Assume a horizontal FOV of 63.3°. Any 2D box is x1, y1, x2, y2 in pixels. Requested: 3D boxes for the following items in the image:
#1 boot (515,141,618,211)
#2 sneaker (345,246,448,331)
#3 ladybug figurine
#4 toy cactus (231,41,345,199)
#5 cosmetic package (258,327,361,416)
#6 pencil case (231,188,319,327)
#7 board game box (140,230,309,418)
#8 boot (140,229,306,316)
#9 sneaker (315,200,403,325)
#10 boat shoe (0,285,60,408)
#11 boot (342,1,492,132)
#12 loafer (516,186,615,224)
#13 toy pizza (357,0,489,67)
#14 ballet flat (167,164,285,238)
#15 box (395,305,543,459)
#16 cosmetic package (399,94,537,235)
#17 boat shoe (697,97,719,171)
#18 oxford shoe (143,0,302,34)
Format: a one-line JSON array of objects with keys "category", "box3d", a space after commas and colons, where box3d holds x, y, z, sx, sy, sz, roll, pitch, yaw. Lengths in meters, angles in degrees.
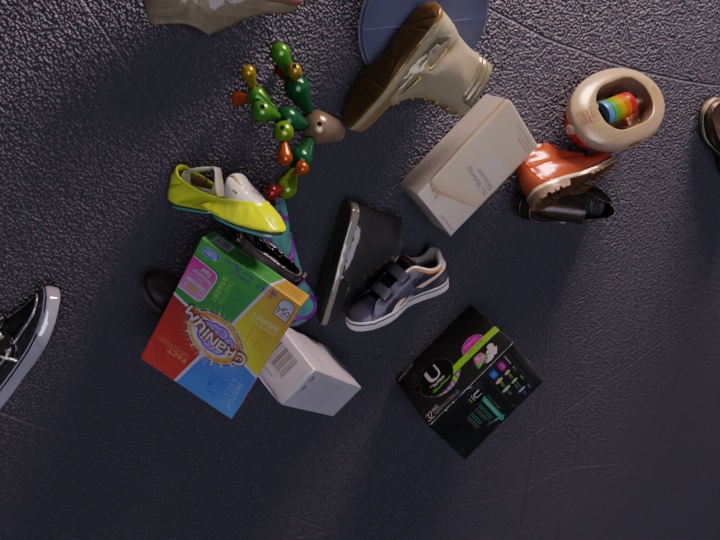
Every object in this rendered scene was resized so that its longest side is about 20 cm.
[{"category": "boot", "box3d": [0.342, -0.180, 0.980, 0.197, 0.108, 0.075, -19, 156, -23]}, {"category": "sneaker", "box3d": [0.056, 0.024, 0.958, 0.198, 0.078, 0.080, -27, 125, -23]}, {"category": "ladybug figurine", "box3d": [0.413, -0.259, 0.971, 0.197, 0.072, 0.138, -19, 82, -19]}, {"category": "toy cactus", "box3d": [-0.089, -0.194, 0.793, 0.164, 0.101, 0.204, -4, 82, -51]}, {"category": "cosmetic package", "box3d": [-0.082, 0.156, 0.892, 0.074, 0.102, 0.200, -43, 153, 0]}, {"category": "pencil case", "box3d": [-0.125, -0.019, 0.859, 0.092, 0.084, 0.203, -38, 126, -37]}, {"category": "board game box", "box3d": [-0.181, 0.075, 0.770, 0.152, 0.040, 0.201, 33, 110, -1]}, {"category": "boot", "box3d": [-0.189, 0.008, 0.805, 0.198, 0.070, 0.175, 29, 118, -7]}, {"category": "sneaker", "box3d": [0.000, 0.000, 0.923, 0.105, 0.075, 0.203, 12, 106, -24]}, {"category": "boat shoe", "box3d": [-0.472, 0.099, 0.773, 0.068, 0.074, 0.200, 27, 109, -44]}, {"category": "boot", "box3d": [0.083, -0.255, 0.837, 0.154, 0.073, 0.200, 24, 116, -43]}, {"category": "loafer", "box3d": [0.368, -0.119, 1.028, 0.197, 0.071, 0.074, -6, 114, -20]}, {"category": "toy pizza", "box3d": [0.087, -0.351, 0.816, 0.197, 0.032, 0.202, -14, 137, -13]}, {"category": "ballet flat", "box3d": [-0.177, -0.096, 0.754, 0.066, 0.198, 0.068, -13, 116, -56]}, {"category": "box", "box3d": [0.193, 0.196, 1.045, 0.200, 0.149, 0.124, -45, 120, 1]}, {"category": "cosmetic package", "box3d": [0.171, -0.167, 0.926, 0.200, 0.073, 0.103, -47, 121, 1]}, {"category": "boat shoe", "box3d": [0.718, -0.249, 1.115, 0.202, 0.075, 0.075, 40, 94, -31]}, {"category": "oxford shoe", "box3d": [-0.170, -0.336, 0.728, 0.197, 0.071, 0.075, -3, 140, -23]}]
